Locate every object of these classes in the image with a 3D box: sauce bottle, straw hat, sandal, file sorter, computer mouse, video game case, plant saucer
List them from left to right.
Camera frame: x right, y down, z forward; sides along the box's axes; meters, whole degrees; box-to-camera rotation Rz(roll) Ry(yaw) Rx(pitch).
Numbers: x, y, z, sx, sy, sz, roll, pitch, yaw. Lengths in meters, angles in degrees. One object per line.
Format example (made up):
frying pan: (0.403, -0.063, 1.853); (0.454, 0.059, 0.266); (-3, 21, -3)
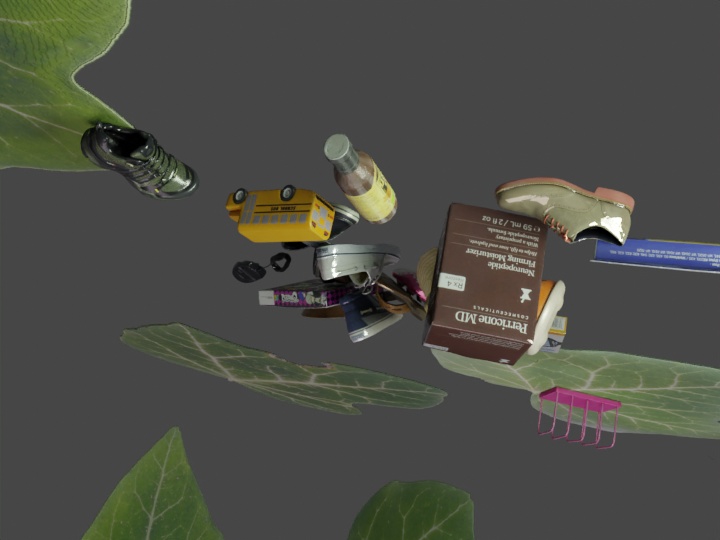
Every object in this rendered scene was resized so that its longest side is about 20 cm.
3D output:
computer mouse: (-0.208, -0.014, 1.867); (0.198, 0.035, 0.058); (-15, 132, 46)
video game case: (-0.078, 0.044, 1.792); (0.178, 0.037, 0.198); (-1, -173, 37)
plant saucer: (-0.032, 0.069, 1.881); (0.195, 0.036, 0.200); (-5, -174, 1)
sauce bottle: (-0.001, -0.133, 1.283); (0.063, 0.066, 0.200); (5, 162, 21)
sandal: (0.066, 0.057, 1.698); (0.080, 0.054, 0.200); (40, 179, 43)
straw hat: (0.163, 0.058, 1.583); (0.198, 0.085, 0.204); (27, 140, 25)
file sorter: (0.619, 0.426, 2.507); (0.195, 0.128, 0.139); (14, 163, -6)

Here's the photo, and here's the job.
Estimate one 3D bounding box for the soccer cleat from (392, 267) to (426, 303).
soccer cleat: (0.158, 0.036, 1.720); (0.198, 0.087, 0.070); (33, 177, 11)

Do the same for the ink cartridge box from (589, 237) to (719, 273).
ink cartridge box: (0.443, -0.023, 1.265); (0.193, 0.048, 0.199); (6, 180, 23)

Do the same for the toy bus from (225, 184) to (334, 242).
toy bus: (-0.140, -0.093, 1.477); (0.196, 0.080, 0.065); (0, 159, 34)

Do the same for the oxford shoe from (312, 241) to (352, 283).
oxford shoe: (-0.044, -0.016, 1.679); (0.082, 0.075, 0.200); (6, 174, 11)

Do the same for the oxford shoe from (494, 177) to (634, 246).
oxford shoe: (0.284, -0.081, 1.237); (0.195, 0.076, 0.071); (8, 163, 11)

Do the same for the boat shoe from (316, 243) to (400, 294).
boat shoe: (0.003, -0.001, 1.569); (0.073, 0.088, 0.200); (-9, 175, 39)

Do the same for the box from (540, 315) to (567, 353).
box: (0.382, 0.136, 1.914); (0.116, 0.042, 0.200); (9, 165, 10)

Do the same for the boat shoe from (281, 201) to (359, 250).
boat shoe: (-0.074, -0.072, 1.529); (0.074, 0.064, 0.198); (27, 156, -36)

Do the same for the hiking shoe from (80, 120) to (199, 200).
hiking shoe: (-0.337, -0.169, 1.377); (0.197, 0.077, 0.100); (22, 163, -28)

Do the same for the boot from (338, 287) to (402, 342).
boot: (0.023, 0.072, 1.729); (0.072, 0.092, 0.199); (-20, -179, 22)

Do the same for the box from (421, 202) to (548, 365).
box: (0.198, 0.025, 1.414); (0.162, 0.205, 0.165); (10, 163, 2)

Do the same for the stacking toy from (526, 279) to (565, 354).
stacking toy: (0.269, 0.052, 1.631); (0.197, 0.148, 0.146); (25, 167, 15)
